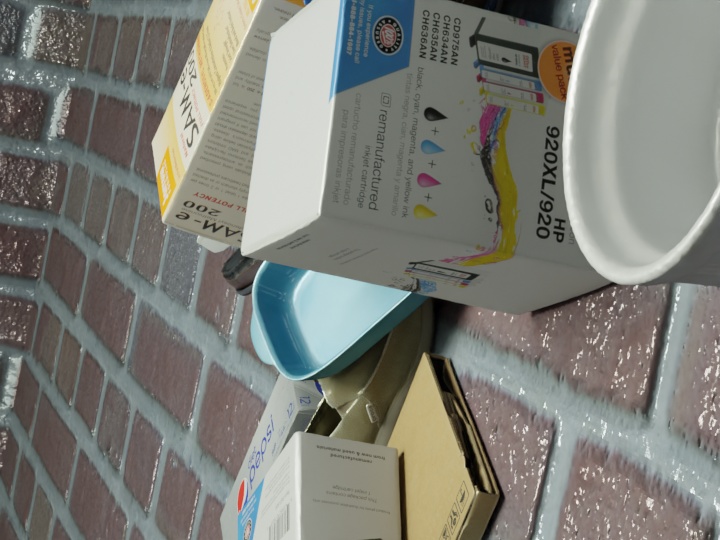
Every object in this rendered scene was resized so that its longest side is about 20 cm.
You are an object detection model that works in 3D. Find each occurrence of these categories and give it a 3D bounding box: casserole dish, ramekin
[{"bbox_3d":[0.000,0.000,1.358,0.200,0.039,0.122,-42,50,22],"label":"casserole dish"},{"bbox_3d":[0.184,-0.085,0.893,0.200,0.097,0.203,-170,90,-72],"label":"ramekin"}]

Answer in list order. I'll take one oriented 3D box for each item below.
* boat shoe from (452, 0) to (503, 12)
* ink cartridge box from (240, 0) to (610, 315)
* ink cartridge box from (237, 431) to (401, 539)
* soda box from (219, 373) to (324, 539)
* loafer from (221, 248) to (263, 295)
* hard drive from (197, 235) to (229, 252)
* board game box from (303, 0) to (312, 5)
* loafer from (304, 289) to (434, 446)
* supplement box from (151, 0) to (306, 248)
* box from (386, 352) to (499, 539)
[{"bbox_3d":[0.049,-0.191,1.393,0.200,0.072,0.073,128,148,-54],"label":"boat shoe"},{"bbox_3d":[0.050,-0.070,1.127,0.144,0.198,0.149,157,121,-66],"label":"ink cartridge box"},{"bbox_3d":[-0.031,0.240,1.314,0.145,0.083,0.202,124,151,-51],"label":"ink cartridge box"},{"bbox_3d":[-0.058,0.168,1.539,0.069,0.063,0.201,-104,30,-49],"label":"soda box"},{"bbox_3d":[-0.050,-0.065,1.450,0.200,0.063,0.072,-44,21,23],"label":"loafer"},{"bbox_3d":[-0.063,-0.122,1.444,0.132,0.026,0.201,-32,37,46],"label":"hard drive"},{"bbox_3d":[0.043,-0.249,1.248,0.152,0.198,0.045,-111,9,-56],"label":"board game box"},{"bbox_3d":[0.002,0.081,1.395,0.076,0.068,0.202,-131,55,-67],"label":"loafer"},{"bbox_3d":[-0.079,-0.135,1.320,0.201,0.073,0.126,-64,22,24],"label":"supplement box"},{"bbox_3d":[0.038,0.184,1.308,0.164,0.021,0.201,-109,33,-56],"label":"box"}]
